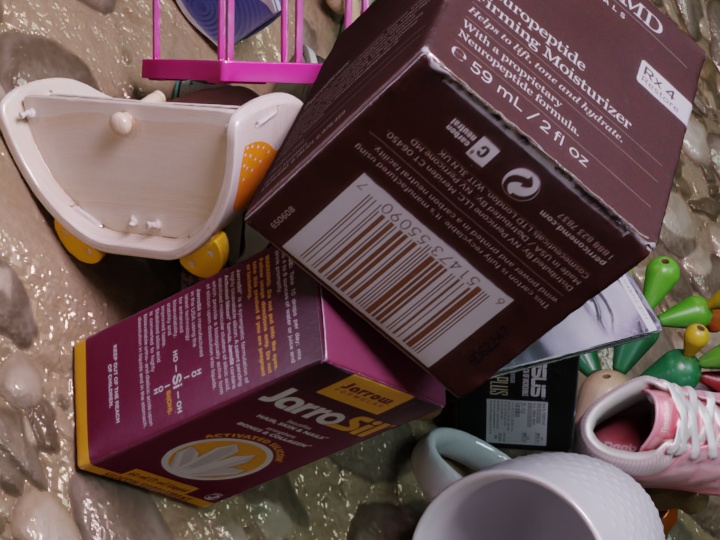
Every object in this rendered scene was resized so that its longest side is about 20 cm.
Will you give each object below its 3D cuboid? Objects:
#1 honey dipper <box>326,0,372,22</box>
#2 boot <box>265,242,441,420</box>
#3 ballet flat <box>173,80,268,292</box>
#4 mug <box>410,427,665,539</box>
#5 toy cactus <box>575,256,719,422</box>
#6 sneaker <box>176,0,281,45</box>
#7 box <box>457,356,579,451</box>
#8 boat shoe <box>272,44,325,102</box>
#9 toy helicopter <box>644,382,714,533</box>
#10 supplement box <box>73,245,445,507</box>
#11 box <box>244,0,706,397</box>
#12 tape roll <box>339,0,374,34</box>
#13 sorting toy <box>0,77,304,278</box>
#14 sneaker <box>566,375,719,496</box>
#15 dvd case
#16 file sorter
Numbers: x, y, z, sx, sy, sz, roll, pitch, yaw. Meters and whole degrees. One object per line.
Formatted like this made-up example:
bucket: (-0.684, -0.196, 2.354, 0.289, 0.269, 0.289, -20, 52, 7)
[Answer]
honey dipper: (-0.002, -0.167, 1.645, 0.038, 0.038, 0.200, 37, 30, -35)
boot: (0.001, 0.000, 1.572, 0.201, 0.071, 0.144, 45, 34, -35)
ballet flat: (-0.083, -0.057, 1.481, 0.069, 0.071, 0.200, 29, 48, -42)
mug: (0.117, 0.181, 1.561, 0.200, 0.148, 0.175, 42, 20, 18)
toy cactus: (0.204, 0.066, 1.736, 0.165, 0.200, 0.102, -67, 159, -7)
sneaker: (-0.104, -0.265, 1.571, 0.200, 0.080, 0.115, 57, 37, -10)
box: (0.116, 0.009, 1.602, 0.200, 0.086, 0.164, 86, 8, -54)
boat shoe: (-0.026, -0.084, 1.537, 0.060, 0.072, 0.201, 22, 31, -19)
toy helicopter: (0.279, 0.131, 1.737, 0.079, 0.200, 0.132, 55, 40, -34)
supplement box: (-0.062, 0.061, 1.322, 0.110, 0.200, 0.086, 24, 51, -44)
box: (0.068, -0.075, 1.250, 0.166, 0.164, 0.200, 39, 38, -13)
tape roll: (0.066, -0.136, 1.748, 0.200, 0.048, 0.201, 31, 47, -40)
sorting toy: (-0.086, -0.079, 1.387, 0.180, 0.200, 0.107, -31, 119, -45)
sneaker: (0.250, 0.120, 1.631, 0.105, 0.200, 0.076, 74, 13, -71)
dvd case: (0.096, -0.012, 1.381, 0.200, 0.016, 0.149, -9, 66, -53)
file sorter: (-0.023, -0.182, 1.445, 0.200, 0.139, 0.126, -1, 95, -26)
